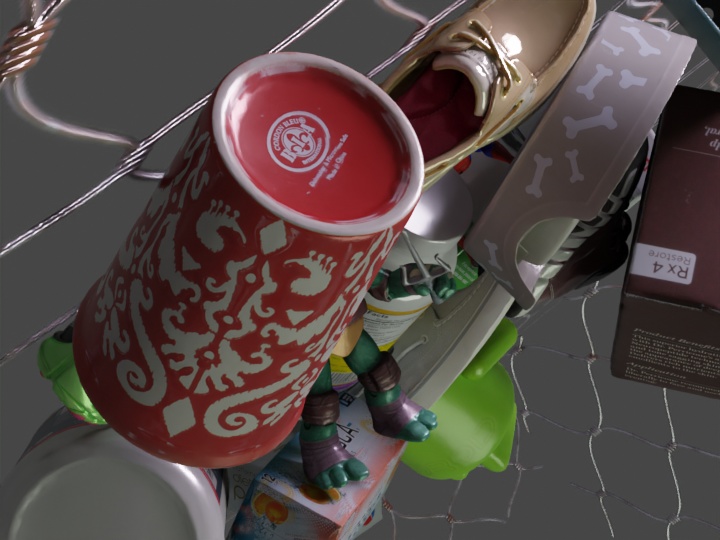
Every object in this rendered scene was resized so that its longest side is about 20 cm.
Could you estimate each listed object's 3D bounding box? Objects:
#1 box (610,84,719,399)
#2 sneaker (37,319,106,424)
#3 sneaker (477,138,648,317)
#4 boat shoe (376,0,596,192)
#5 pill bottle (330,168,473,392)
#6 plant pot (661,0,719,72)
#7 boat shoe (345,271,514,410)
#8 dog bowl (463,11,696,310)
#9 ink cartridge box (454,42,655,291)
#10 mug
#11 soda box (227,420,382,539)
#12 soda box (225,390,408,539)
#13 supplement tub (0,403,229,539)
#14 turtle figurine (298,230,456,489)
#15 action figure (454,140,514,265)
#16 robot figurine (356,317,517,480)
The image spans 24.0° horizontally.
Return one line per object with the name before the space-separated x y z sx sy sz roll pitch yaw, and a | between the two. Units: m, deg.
box | 0.281 -0.008 1.239 0.200 0.165 0.165 78 26 -69
sneaker | -0.111 0.042 1.018 0.084 0.077 0.200 -38 174 21
sneaker | 0.175 -0.049 1.262 0.115 0.076 0.200 -11 150 -39
boat shoe | 0.060 -0.103 0.960 0.200 0.074 0.069 -45 178 -4
pill bottle | 0.000 0.000 1.173 0.104 0.104 0.200 -32 168 -40
plant pot | 0.274 -0.210 1.163 0.141 0.141 0.200 -39 178 4
boat shoe | 0.048 0.054 1.261 0.200 0.068 0.072 -51 177 31
dog bowl | 0.133 -0.074 1.065 0.201 0.059 0.200 -59 179 -2
ink cartridge box | 0.138 -0.069 1.341 0.200 0.083 0.147 -41 151 7
mug | -0.059 -0.023 0.860 0.133 0.178 0.200 6 145 -22
soda box | -0.080 0.155 1.352 0.068 0.199 0.064 -29 126 -46
soda box | -0.026 0.149 1.159 0.064 0.068 0.200 -65 171 18
supplement tub | -0.154 0.151 1.075 0.140 0.140 0.200 -39 -174 1
turtle figurine | -0.014 0.029 1.066 0.149 0.201 0.101 -21 -154 -15
action figure | 0.085 -0.076 1.186 0.065 0.099 0.200 -36 174 -15
robot figurine | 0.047 0.094 1.385 0.175 0.200 0.116 -17 -134 40
